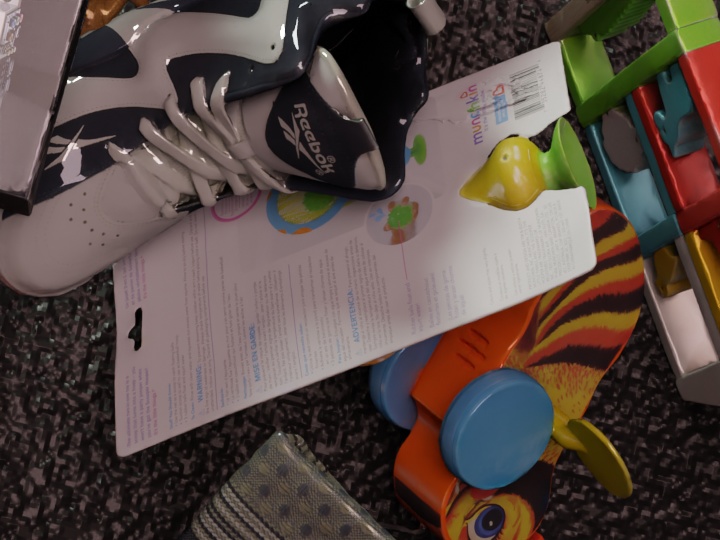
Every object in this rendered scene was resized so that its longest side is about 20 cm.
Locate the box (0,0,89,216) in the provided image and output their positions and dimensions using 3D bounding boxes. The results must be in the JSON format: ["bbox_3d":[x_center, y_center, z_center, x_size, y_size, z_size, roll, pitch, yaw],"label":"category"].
[{"bbox_3d":[-0.196,-0.122,0.952,0.198,0.050,0.159,15,82,-4],"label":"box"}]

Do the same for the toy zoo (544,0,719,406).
[{"bbox_3d":[0.133,-0.024,1.035,0.020,0.131,0.201,-18,84,-15],"label":"toy zoo"}]

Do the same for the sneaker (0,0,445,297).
[{"bbox_3d":[-0.048,-0.051,0.973,0.199,0.129,0.080,-38,123,-10],"label":"sneaker"}]

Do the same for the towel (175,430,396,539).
[{"bbox_3d":[-0.014,0.189,0.960,0.200,0.035,0.193,43,106,9],"label":"towel"}]

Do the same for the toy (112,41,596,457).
[{"bbox_3d":[0.000,0.000,0.993,0.199,0.047,0.116,-24,46,20],"label":"toy"}]

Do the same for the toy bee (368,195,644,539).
[{"bbox_3d":[0.047,0.063,1.023,0.200,0.109,0.131,-38,46,15],"label":"toy bee"}]

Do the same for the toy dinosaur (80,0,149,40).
[{"bbox_3d":[-0.125,-0.137,1.015,0.106,0.060,0.201,-38,103,-29],"label":"toy dinosaur"}]
